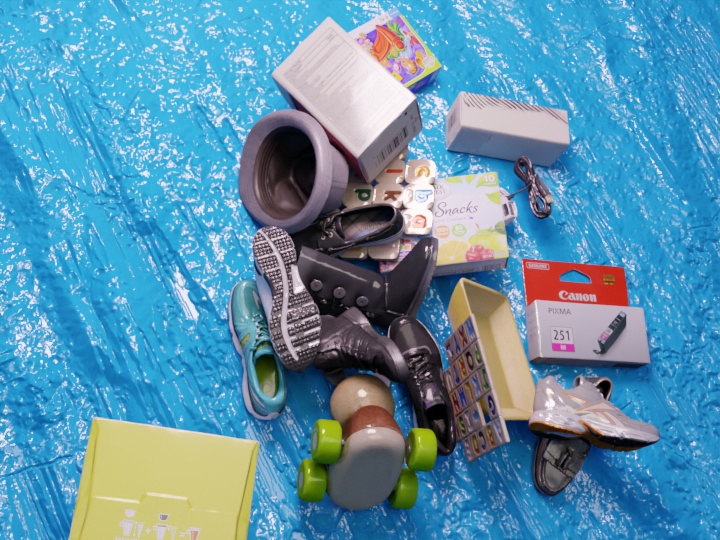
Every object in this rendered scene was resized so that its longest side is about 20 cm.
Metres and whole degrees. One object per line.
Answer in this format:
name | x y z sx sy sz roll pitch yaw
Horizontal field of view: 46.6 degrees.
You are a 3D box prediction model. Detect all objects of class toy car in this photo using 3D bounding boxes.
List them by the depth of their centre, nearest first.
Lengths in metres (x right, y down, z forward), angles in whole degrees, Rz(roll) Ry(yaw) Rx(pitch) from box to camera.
toy car | -0.001 0.210 1.164 0.160 0.160 0.202 8 39 -15

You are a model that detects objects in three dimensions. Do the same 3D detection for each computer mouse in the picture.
computer mouse | 0.213 -0.099 1.356 0.197 0.044 0.111 -26 73 -10

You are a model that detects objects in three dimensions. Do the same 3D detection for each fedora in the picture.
fedora | -0.089 -0.144 1.251 0.089 0.197 0.182 4 95 -44

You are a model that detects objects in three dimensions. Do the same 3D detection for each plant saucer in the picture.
plant saucer | 0.191 0.126 1.224 0.048 0.199 0.204 -23 71 24

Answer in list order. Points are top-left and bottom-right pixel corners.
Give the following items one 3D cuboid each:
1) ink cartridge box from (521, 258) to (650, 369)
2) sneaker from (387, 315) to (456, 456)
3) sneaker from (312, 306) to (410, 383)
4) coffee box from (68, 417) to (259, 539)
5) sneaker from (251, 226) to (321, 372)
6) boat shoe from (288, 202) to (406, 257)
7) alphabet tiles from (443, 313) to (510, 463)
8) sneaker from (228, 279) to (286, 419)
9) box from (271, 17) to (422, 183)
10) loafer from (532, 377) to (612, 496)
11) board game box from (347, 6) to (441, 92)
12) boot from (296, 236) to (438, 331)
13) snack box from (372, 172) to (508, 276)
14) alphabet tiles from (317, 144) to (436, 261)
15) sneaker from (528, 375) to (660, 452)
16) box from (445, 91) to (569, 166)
ink cartridge box | 0.361 0.064 1.345 0.195 0.044 0.178 4 70 -14
sneaker | 0.097 0.160 1.183 0.074 0.088 0.205 -19 88 -7
sneaker | -0.020 0.114 1.152 0.103 0.061 0.200 -28 37 -16
coffee box | -0.238 0.307 1.001 0.195 0.198 0.205 10 67 -11
sneaker | -0.102 0.044 1.157 0.072 0.080 0.205 -10 72 -13
boat shoe | -0.030 -0.060 1.241 0.195 0.057 0.070 -14 69 7
alphabet tiles | 0.147 0.171 1.157 0.007 0.201 0.171 -9 71 -15
sneaker | -0.136 0.104 1.173 0.076 0.080 0.205 -9 71 -18
box | -0.018 -0.256 1.269 0.128 0.109 0.200 -44 72 -3
loafer | 0.319 0.241 1.253 0.071 0.063 0.202 34 65 0
board game box | 0.022 -0.341 1.407 0.198 0.045 0.135 -35 81 -24
boot | 0.000 0.001 1.217 0.196 0.168 0.066 18 22 -6
snack box | 0.122 -0.067 1.293 0.195 0.053 0.146 -7 69 3
alphabet tiles | 0.019 -0.113 1.287 0.190 0.015 0.205 1 72 13
sneaker | 0.341 0.201 1.206 0.195 0.076 0.094 13 65 -9
box | 0.246 -0.237 1.409 0.195 0.082 0.070 7 66 -14
